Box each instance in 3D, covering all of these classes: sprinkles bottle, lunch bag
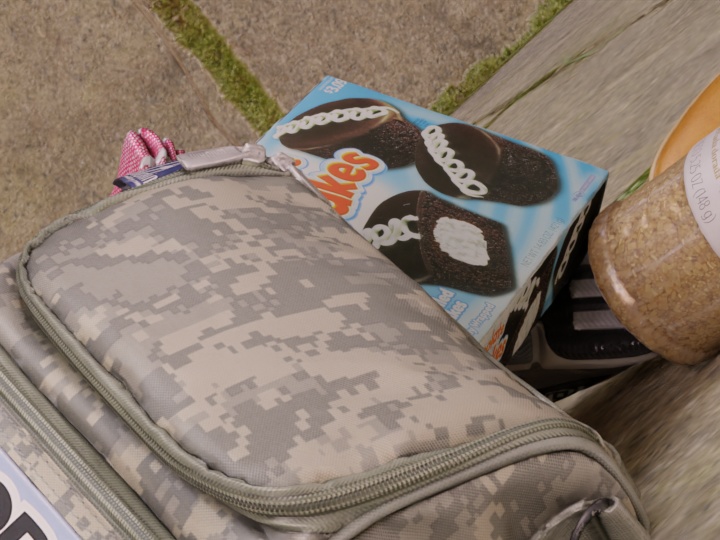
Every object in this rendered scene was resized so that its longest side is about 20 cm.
[{"bbox_3d":[0.168,-0.042,0.926,0.200,0.068,0.068,-38,5,35],"label":"sprinkles bottle"},{"bbox_3d":[-0.034,0.067,0.735,0.168,0.140,0.200,-39,41,-9],"label":"lunch bag"}]

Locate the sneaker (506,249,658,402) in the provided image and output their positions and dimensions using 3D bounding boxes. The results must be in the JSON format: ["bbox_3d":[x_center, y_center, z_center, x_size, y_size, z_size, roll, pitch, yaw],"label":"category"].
[{"bbox_3d":[0.023,0.026,1.055,0.116,0.199,0.075,93,180,-73],"label":"sneaker"}]

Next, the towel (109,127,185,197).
[{"bbox_3d":[-0.098,0.053,0.973,0.147,0.030,0.200,-57,22,26],"label":"towel"}]

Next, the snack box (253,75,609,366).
[{"bbox_3d":[0.000,0.000,0.925,0.200,0.116,0.037,-49,-26,-56],"label":"snack box"}]

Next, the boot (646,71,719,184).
[{"bbox_3d":[0.201,-0.088,0.995,0.201,0.071,0.144,-35,-7,-21],"label":"boot"}]

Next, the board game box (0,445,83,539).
[{"bbox_3d":[-0.055,0.125,0.388,0.135,0.200,0.034,-44,6,-29],"label":"board game box"}]
